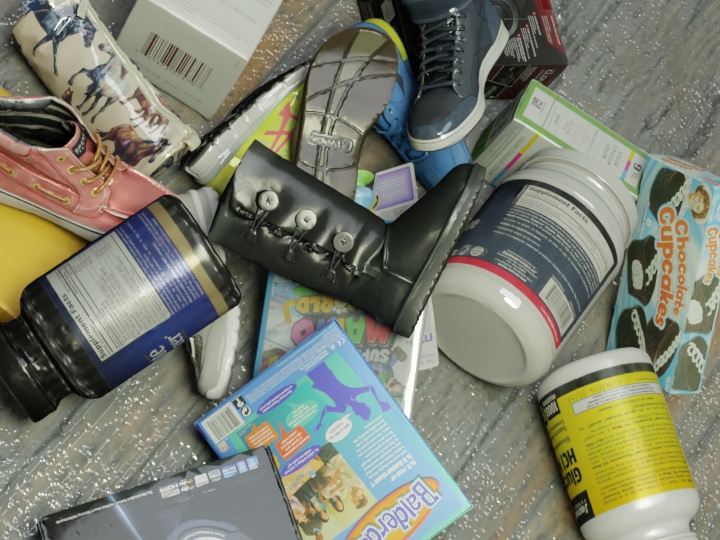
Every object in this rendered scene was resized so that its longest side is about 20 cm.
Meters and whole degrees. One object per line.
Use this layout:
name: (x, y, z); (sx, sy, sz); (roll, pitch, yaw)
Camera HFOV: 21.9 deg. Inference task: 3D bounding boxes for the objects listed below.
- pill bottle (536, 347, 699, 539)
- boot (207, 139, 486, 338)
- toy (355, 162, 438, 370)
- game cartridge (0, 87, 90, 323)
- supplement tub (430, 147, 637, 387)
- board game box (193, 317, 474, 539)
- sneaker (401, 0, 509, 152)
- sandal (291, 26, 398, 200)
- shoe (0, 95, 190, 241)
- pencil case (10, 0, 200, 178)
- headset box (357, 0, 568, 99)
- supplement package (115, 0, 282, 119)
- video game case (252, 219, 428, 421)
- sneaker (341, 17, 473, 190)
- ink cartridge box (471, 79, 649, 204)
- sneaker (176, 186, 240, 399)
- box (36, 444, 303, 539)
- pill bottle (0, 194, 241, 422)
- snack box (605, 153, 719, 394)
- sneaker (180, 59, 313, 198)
pill bottle: (0.240, 0.181, 1.696); (0.112, 0.112, 0.201); (-7, 68, -27)
boot: (-0.012, -0.058, 1.599); (0.199, 0.066, 0.165); (27, 84, 5)
toy: (0.000, 0.000, 1.675); (0.047, 0.115, 0.201); (42, 38, -56)
game cartridge: (-0.325, -0.068, 1.607); (0.200, 0.032, 0.177); (39, 56, -6)
supplement tub: (0.157, -0.004, 1.727); (0.140, 0.140, 0.200); (41, 58, -2)
board game box: (-0.022, 0.165, 1.582); (0.152, 0.045, 0.200); (-36, 83, -2)
sneaker: (0.066, -0.215, 1.697); (0.147, 0.077, 0.203); (62, 33, -35)
sandal: (-0.023, -0.126, 1.692); (0.081, 0.055, 0.201); (14, 82, -13)
shoe: (-0.232, -0.082, 1.568); (0.199, 0.091, 0.072); (19, 56, -8)
pencil case: (-0.226, -0.165, 1.661); (0.200, 0.089, 0.078); (51, 41, 5)
headset box: (0.108, -0.252, 1.867); (0.199, 0.077, 0.150); (-5, 69, -28)
supplement package: (-0.132, -0.266, 1.738); (0.117, 0.117, 0.201); (31, 57, -7)
video game case: (-0.016, 0.052, 1.627); (0.142, 0.018, 0.201); (8, 84, 2)
sneaker: (0.035, -0.140, 1.763); (0.201, 0.066, 0.078); (58, 42, -11)
ink cartridge box: (0.217, -0.092, 1.823); (0.199, 0.104, 0.059); (31, 56, -8)
sneaker: (-0.153, 0.024, 1.626); (0.082, 0.075, 0.201); (-5, 60, -13)
box: (-0.142, 0.247, 1.498); (0.199, 0.044, 0.161); (-16, 73, -14)
pill bottle: (-0.207, 0.034, 1.529); (0.200, 0.112, 0.112); (-34, 82, -7)
snack box: (0.292, 0.003, 1.744); (0.037, 0.116, 0.201); (2, 107, -26)
sneaker: (-0.078, -0.122, 1.727); (0.090, 0.078, 0.200); (52, 57, -11)
